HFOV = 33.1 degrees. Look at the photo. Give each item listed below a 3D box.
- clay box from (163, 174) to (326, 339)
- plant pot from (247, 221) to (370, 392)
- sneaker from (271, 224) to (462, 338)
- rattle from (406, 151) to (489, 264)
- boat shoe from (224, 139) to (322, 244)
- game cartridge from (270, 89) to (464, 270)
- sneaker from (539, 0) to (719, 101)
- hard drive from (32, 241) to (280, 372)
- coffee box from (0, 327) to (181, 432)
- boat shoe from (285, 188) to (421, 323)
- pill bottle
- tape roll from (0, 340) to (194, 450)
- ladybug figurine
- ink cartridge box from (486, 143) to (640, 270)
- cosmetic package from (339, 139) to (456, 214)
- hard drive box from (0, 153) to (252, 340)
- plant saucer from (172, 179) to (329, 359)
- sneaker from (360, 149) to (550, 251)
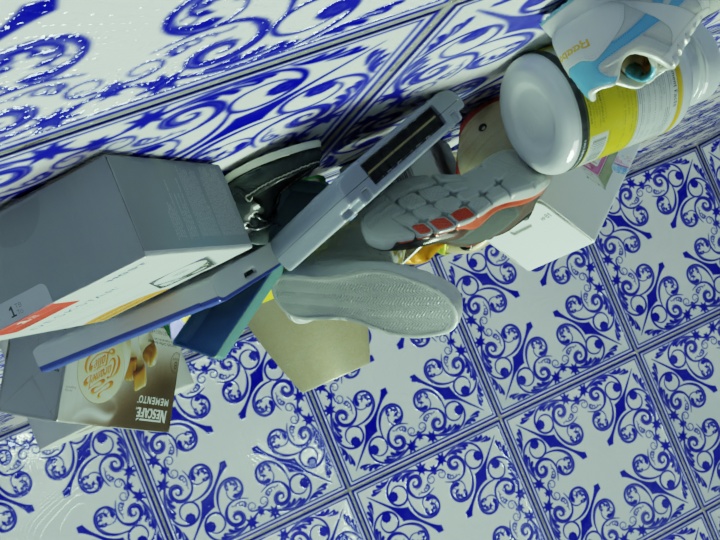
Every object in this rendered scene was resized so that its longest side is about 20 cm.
[{"bbox_3d":[-0.114,-0.016,1.225,0.198,0.048,0.116,-22,142,-21],"label":"clay box"},{"bbox_3d":[-0.066,0.038,1.480,0.185,0.203,0.187,-23,176,-2],"label":"plant pot"},{"bbox_3d":[0.025,-0.001,1.124,0.198,0.075,0.116,8,-145,34],"label":"sneaker"},{"bbox_3d":[0.130,-0.099,1.459,0.199,0.132,0.142,-30,159,29],"label":"rattle"},{"bbox_3d":[-0.105,-0.049,1.060,0.197,0.067,0.074,-25,175,24],"label":"boat shoe"},{"bbox_3d":[0.004,-0.080,1.078,0.200,0.041,0.133,-43,179,-44],"label":"game cartridge"},{"bbox_3d":[0.235,-0.197,0.992,0.198,0.082,0.076,-23,175,-30],"label":"sneaker"},{"bbox_3d":[-0.179,0.032,1.083,0.198,0.026,0.132,-21,-173,25],"label":"hard drive"},{"bbox_3d":[-0.275,0.102,1.257,0.079,0.116,0.200,5,171,25],"label":"coffee box"},{"bbox_3d":[0.000,0.000,1.231,0.200,0.070,0.071,-41,145,20],"label":"boat shoe"},{"bbox_3d":[0.236,-0.170,1.125,0.198,0.113,0.112,-22,176,-25],"label":"pill bottle"},{"bbox_3d":[-0.317,0.113,1.457,0.200,0.141,0.203,-24,177,-1],"label":"tape roll"},{"bbox_3d":[0.135,-0.114,1.263,0.071,0.138,0.200,5,175,4],"label":"ladybug figurine"},{"bbox_3d":[0.234,-0.113,1.375,0.201,0.084,0.144,-59,-168,-23],"label":"ink cartridge box"},{"bbox_3d":[0.053,-0.096,1.341,0.100,0.072,0.200,-24,177,12],"label":"cosmetic package"},{"bbox_3d":[-0.193,-0.017,0.903,0.154,0.078,0.200,-25,176,16],"label":"hard drive box"},{"bbox_3d":[-0.098,-0.002,1.134,0.069,0.019,0.201,11,-120,47],"label":"plant saucer"},{"bbox_3d":[0.091,-0.043,1.120,0.197,0.077,0.083,-18,138,-22],"label":"sneaker"}]
